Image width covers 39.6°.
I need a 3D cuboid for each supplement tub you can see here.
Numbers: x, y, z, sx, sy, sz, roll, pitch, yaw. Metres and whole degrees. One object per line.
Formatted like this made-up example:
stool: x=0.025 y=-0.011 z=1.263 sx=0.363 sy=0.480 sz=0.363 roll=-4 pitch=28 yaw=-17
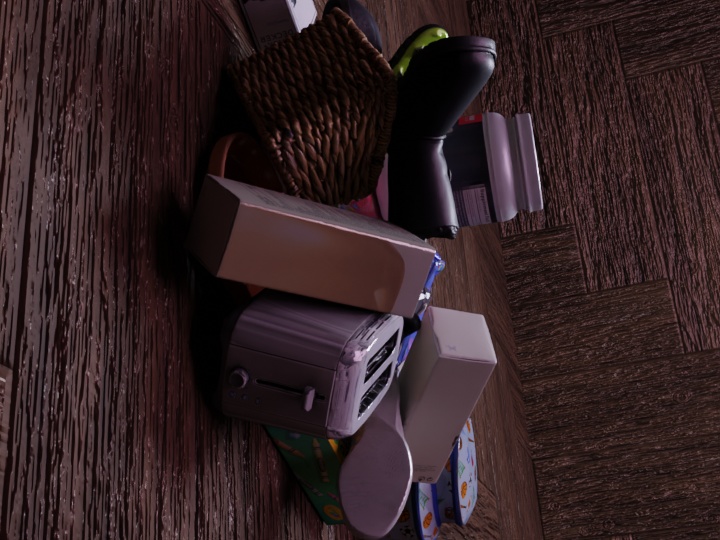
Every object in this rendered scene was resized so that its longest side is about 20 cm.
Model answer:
supplement tub: x=0.124 y=-0.124 z=1.271 sx=0.140 sy=0.200 sz=0.141 roll=-8 pitch=90 yaw=-80

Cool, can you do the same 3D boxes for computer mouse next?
computer mouse: x=-0.004 y=-0.218 z=1.135 sx=0.138 sy=0.053 sz=0.200 roll=144 pitch=-59 yaw=-64

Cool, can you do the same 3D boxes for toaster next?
toaster: x=-0.042 y=0.078 z=0.933 sx=0.200 sy=0.129 sz=0.114 roll=-37 pitch=141 yaw=-67

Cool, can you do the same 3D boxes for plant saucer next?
plant saucer: x=-0.113 y=-0.041 z=1.026 sx=0.200 sy=0.032 sz=0.201 roll=-11 pitch=90 yaw=-75

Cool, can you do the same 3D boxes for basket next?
basket: x=-0.034 y=-0.159 z=1.063 sx=0.200 sy=0.149 sz=0.143 roll=58 pitch=-5 yaw=50

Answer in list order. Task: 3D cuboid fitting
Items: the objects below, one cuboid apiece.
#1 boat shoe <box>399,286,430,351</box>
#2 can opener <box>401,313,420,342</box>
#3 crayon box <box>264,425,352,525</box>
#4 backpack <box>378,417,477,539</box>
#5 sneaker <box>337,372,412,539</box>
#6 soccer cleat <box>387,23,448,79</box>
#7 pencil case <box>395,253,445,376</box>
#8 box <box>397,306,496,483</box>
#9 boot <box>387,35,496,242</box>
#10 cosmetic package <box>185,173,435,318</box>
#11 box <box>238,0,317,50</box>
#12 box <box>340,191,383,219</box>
boat shoe: x=0.030 y=0.102 z=1.210 sx=0.063 sy=0.073 sz=0.200 roll=9 pitch=109 yaw=-38
can opener: x=0.008 y=0.086 z=1.139 sx=0.079 sy=0.200 sz=0.063 roll=47 pitch=52 yaw=-4
crayon box: x=-0.039 y=0.172 z=1.090 sx=0.119 sy=0.058 sz=0.200 roll=-85 pitch=159 yaw=-46
backpack: x=0.070 y=0.261 z=1.282 sx=0.190 sy=0.154 sz=0.200 roll=-32 pitch=113 yaw=-64
sneaker: x=0.018 y=0.199 z=1.052 sx=0.089 sy=0.075 sz=0.200 roll=88 pitch=5 yaw=-49
soccer cleat: x=0.039 y=-0.217 z=1.159 sx=0.200 sy=0.067 sz=0.081 roll=-58 pitch=-137 yaw=46
pencil case: x=0.045 y=0.058 z=1.289 sx=0.078 sy=0.087 sz=0.200 roll=26 pitch=83 yaw=-44
box: x=0.079 y=0.141 z=1.102 sx=0.082 sy=0.068 sz=0.200 roll=-98 pitch=-157 yaw=-49
boot: x=0.077 y=-0.116 z=0.969 sx=0.200 sy=0.076 sz=0.168 roll=152 pitch=-66 yaw=-64
cosmetic package: x=-0.045 y=-0.021 z=0.903 sx=0.105 sy=0.200 sz=0.071 roll=37 pitch=-69 yaw=60
box: x=-0.118 y=-0.374 z=1.203 sx=0.117 sy=0.060 sz=0.200 roll=-81 pitch=155 yaw=-54
box: x=-0.031 y=-0.152 z=1.292 sx=0.103 sy=0.095 sz=0.200 roll=60 pitch=23 yaw=-54
